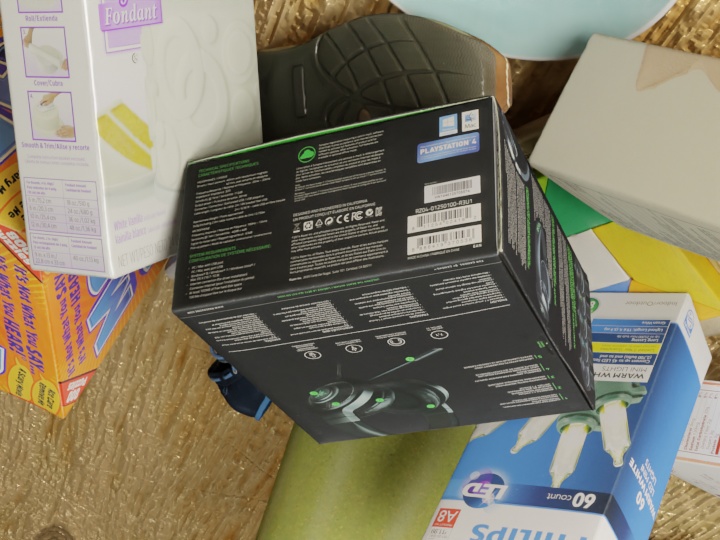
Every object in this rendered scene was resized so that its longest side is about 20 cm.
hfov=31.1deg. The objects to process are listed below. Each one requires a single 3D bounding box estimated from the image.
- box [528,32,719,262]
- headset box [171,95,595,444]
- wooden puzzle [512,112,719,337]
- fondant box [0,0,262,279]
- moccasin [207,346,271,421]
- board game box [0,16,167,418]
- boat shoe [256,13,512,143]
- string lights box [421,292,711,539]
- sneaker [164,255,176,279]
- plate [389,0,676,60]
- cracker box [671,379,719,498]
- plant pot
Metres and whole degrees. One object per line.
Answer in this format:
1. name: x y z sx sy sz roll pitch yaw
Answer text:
1. box: 0.186 -0.044 0.605 0.095 0.078 0.200 26 -179 -41
2. headset box: 0.023 0.014 0.702 0.174 0.093 0.200 -10 148 21
3. wooden puzzle: 0.144 -0.012 0.796 0.200 0.037 0.185 44 141 -22
4. fondant box: -0.116 -0.110 0.682 0.058 0.144 0.201 4 107 29
5. moccasin: -0.085 0.061 1.004 0.068 0.081 0.200 32 144 2
6. board game box: -0.235 -0.068 0.833 0.199 0.200 0.200 22 145 8
7. boat shoe: 0.004 -0.105 0.748 0.200 0.074 0.076 4 96 40
8. string lights box: 0.124 0.102 0.747 0.102 0.200 0.059 -1 132 35
9. sneaker: -0.056 -0.017 0.850 0.088 0.075 0.200 33 159 -16
10. plate: 0.072 -0.188 0.633 0.200 0.026 0.200 17 143 14
11. cracker box: 0.281 0.118 0.779 0.134 0.058 0.200 27 166 -32
12. plant pot: 0.009 0.173 0.989 0.200 0.185 0.201 18 144 14
